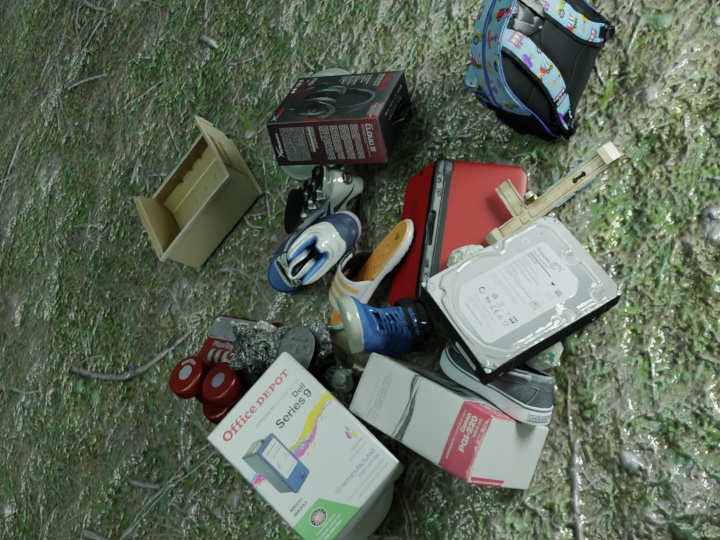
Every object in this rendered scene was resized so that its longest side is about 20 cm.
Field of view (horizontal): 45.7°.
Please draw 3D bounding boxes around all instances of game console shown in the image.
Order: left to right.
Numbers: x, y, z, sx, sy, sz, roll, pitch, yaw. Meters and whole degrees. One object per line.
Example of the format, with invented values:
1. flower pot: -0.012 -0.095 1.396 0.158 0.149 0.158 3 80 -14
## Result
1. game console: 0.132 -0.041 1.191 0.172 0.117 0.204 154 127 -68

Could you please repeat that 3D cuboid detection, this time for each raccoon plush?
1. raccoon plush: -0.105 0.116 1.208 0.199 0.132 0.099 -1 84 64

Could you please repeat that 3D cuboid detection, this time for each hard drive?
1. hard drive: 0.187 0.028 1.005 0.198 0.038 0.141 -26 60 -16

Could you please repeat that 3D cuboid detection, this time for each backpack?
1. backpack: 0.210 -0.285 1.090 0.133 0.199 0.185 22 90 42

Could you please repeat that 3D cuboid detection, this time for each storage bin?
1. storage bin: -0.299 -0.141 1.545 0.200 0.093 0.200 -48 50 17

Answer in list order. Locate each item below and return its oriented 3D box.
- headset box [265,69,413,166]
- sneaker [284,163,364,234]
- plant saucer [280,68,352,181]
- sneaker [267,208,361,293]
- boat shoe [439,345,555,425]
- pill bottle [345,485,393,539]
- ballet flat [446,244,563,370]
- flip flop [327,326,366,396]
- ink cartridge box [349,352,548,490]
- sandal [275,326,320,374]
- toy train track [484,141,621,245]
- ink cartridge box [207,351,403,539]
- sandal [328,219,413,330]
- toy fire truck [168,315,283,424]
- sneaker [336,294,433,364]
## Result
1. headset box: -0.020 -0.228 1.276 0.196 0.078 0.150 0 39 22
2. sneaker: -0.059 -0.102 1.347 0.199 0.087 0.076 -28 59 59
3. plant saucer: -0.082 -0.252 1.430 0.198 0.050 0.204 -15 66 36
4. sneaker: -0.095 -0.012 1.275 0.199 0.146 0.081 -34 93 30
5. boat shoe: 0.165 0.117 1.038 0.200 0.071 0.069 -148 66 -62
6. pill bottle: -0.057 0.278 1.172 0.198 0.111 0.114 20 87 43
7. ballet flat: 0.180 0.034 1.061 0.072 0.071 0.201 -48 65 16
8. flip flop: -0.006 0.136 1.215 0.199 0.057 0.082 34 95 44
9. ink cartridge box: 0.106 0.182 1.043 0.198 0.145 0.086 21 90 42
10. sandal: -0.103 0.173 1.137 0.075 0.043 0.204 0 75 24
11. toy train track: 0.242 -0.093 1.087 0.199 0.032 0.116 -38 73 15
12. ink cartridge box: -0.066 0.223 1.046 0.200 0.088 0.145 42 82 18
13. sandal: 0.000 -0.005 1.231 0.208 0.059 0.080 -53 22 28
14. toy fire truck: -0.193 0.150 1.350 0.198 0.112 0.170 3 58 40
15. sneaker: 0.036 0.066 1.092 0.109 0.200 0.078 -18 69 2
